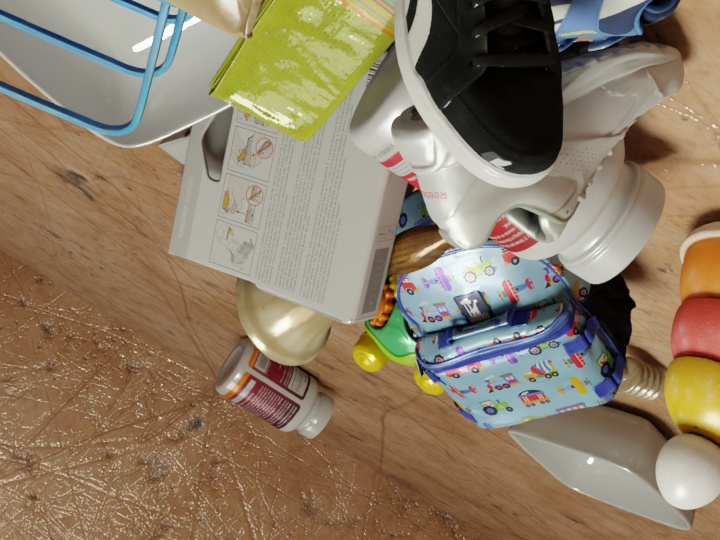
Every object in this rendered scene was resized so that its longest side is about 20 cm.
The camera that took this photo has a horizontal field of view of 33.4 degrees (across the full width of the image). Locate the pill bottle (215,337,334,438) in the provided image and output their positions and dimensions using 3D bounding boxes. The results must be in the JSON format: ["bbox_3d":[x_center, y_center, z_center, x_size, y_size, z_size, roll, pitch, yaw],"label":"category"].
[{"bbox_3d":[-0.151,0.217,2.149,0.200,0.113,0.113,34,163,-17],"label":"pill bottle"}]

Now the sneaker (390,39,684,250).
[{"bbox_3d":[0.107,-0.070,0.681,0.078,0.199,0.100,16,125,58],"label":"sneaker"}]

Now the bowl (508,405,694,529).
[{"bbox_3d":[0.299,0.222,1.440,0.199,0.075,0.200,12,157,44],"label":"bowl"}]

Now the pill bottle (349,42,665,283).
[{"bbox_3d":[0.101,-0.079,0.803,0.199,0.113,0.112,33,164,-14],"label":"pill bottle"}]

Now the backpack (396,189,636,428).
[{"bbox_3d":[0.114,0.017,0.994,0.182,0.135,0.200,-14,133,29],"label":"backpack"}]

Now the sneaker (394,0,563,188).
[{"bbox_3d":[0.060,-0.147,0.547,0.073,0.201,0.112,-10,165,-22],"label":"sneaker"}]

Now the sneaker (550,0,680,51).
[{"bbox_3d":[0.118,-0.150,0.633,0.082,0.074,0.200,30,165,-13],"label":"sneaker"}]

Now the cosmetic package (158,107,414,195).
[{"bbox_3d":[-0.056,-0.098,1.021,0.200,0.113,0.081,37,162,-23],"label":"cosmetic package"}]

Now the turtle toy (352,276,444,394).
[{"bbox_3d":[0.085,0.040,1.194,0.199,0.146,0.101,17,140,32],"label":"turtle toy"}]

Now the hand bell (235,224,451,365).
[{"bbox_3d":[0.000,0.000,0.955,0.104,0.105,0.199,37,140,-27],"label":"hand bell"}]

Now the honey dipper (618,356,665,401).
[{"bbox_3d":[0.219,0.089,1.155,0.199,0.038,0.038,19,173,-36],"label":"honey dipper"}]

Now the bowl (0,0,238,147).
[{"bbox_3d":[-0.148,-0.196,0.827,0.199,0.075,0.200,-24,140,20],"label":"bowl"}]

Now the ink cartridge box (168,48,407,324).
[{"bbox_3d":[-0.049,-0.082,0.912,0.175,0.201,0.045,20,-165,26],"label":"ink cartridge box"}]

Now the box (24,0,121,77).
[{"bbox_3d":[-0.235,-0.238,0.898,0.094,0.103,0.200,23,163,40],"label":"box"}]

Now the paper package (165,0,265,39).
[{"bbox_3d":[-0.089,-0.228,0.515,0.199,0.191,0.104,27,142,-1],"label":"paper package"}]

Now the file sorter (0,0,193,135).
[{"bbox_3d":[-0.133,-0.189,0.617,0.138,0.201,0.123,22,141,-5],"label":"file sorter"}]

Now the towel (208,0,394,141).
[{"bbox_3d":[-0.025,-0.157,0.791,0.086,0.018,0.200,28,139,-16],"label":"towel"}]

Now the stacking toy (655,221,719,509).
[{"bbox_3d":[0.265,0.079,0.851,0.145,0.201,0.146,26,165,8],"label":"stacking toy"}]
